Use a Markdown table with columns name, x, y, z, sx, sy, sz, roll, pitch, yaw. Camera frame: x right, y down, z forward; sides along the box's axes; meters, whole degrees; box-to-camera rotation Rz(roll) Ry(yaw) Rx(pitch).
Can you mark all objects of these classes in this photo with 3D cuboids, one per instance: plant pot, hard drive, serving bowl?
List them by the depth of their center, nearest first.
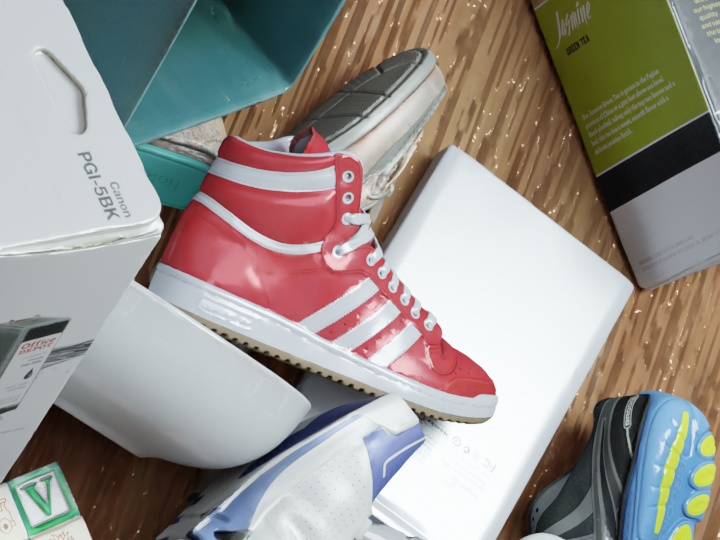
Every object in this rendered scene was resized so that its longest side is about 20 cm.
| name | x | y | z | sx | sy | sz | roll | pitch | yaw |
| --- | --- | --- | --- | --- | --- | --- | --- | --- | --- |
| serving bowl | -0.123 | 0.038 | 1.265 | 0.199 | 0.200 | 0.066 | 34 | 83 | -12 |
| plant pot | -0.113 | -0.190 | 1.337 | 0.200 | 0.142 | 0.141 | 47 | 40 | 17 |
| hard drive | 0.049 | 0.050 | 1.423 | 0.132 | 0.026 | 0.201 | 37 | 64 | -11 |

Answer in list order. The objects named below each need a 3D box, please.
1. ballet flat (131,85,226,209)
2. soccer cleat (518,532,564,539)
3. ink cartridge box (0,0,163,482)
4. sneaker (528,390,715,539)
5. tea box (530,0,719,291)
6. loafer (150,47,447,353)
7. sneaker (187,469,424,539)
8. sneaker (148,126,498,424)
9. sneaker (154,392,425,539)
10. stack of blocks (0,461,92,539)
| name | x | y | z | sx | sy | sz | roll | pitch | yaw |
| --- | --- | --- | --- | --- | --- | --- | --- | --- | --- |
| ballet flat | -0.157 | -0.087 | 1.357 | 0.199 | 0.068 | 0.068 | 21 | 49 | -23 |
| soccer cleat | 0.138 | 0.214 | 1.312 | 0.068 | 0.085 | 0.201 | -34 | 99 | -29 |
| ink cartridge box | -0.178 | -0.014 | 1.130 | 0.082 | 0.200 | 0.147 | -9 | 61 | -36 |
| sneaker | 0.124 | 0.159 | 1.406 | 0.071 | 0.082 | 0.201 | 26 | 81 | -39 |
| tea box | 0.230 | -0.119 | 1.490 | 0.199 | 0.134 | 0.198 | -17 | 84 | -27 |
| loafer | -0.023 | -0.035 | 1.399 | 0.200 | 0.072 | 0.063 | -43 | 112 | -21 |
| sneaker | -0.007 | 0.165 | 1.350 | 0.199 | 0.075 | 0.082 | 33 | 74 | -1 |
| sneaker | 0.000 | 0.000 | 1.337 | 0.199 | 0.071 | 0.113 | 23 | 88 | -27 |
| sneaker | -0.040 | 0.155 | 1.273 | 0.199 | 0.080 | 0.115 | -38 | 99 | -25 |
| stack of blocks | -0.225 | 0.156 | 1.254 | 0.199 | 0.059 | 0.116 | -21 | 85 | -27 |
